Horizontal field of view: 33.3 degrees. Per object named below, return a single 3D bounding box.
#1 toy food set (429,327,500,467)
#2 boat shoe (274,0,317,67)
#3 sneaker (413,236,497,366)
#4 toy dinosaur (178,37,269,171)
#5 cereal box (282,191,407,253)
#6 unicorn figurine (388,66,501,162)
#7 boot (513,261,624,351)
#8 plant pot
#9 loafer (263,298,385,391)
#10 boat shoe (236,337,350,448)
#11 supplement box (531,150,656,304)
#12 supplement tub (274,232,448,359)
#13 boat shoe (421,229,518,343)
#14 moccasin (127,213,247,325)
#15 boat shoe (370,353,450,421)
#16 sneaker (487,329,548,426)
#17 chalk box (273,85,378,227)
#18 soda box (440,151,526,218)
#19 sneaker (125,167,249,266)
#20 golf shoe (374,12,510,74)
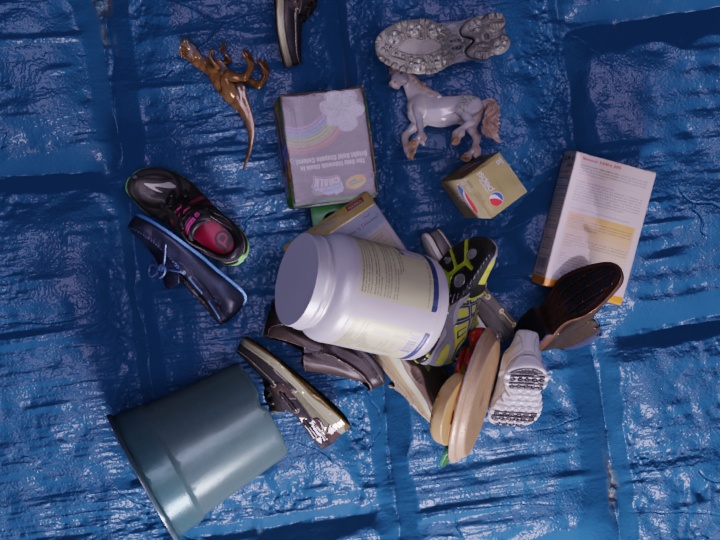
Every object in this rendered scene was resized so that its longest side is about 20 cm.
[{"bbox_3d":[0.147,0.175,1.681,0.048,0.199,0.201,15,59,15],"label":"toy food set"},{"bbox_3d":[-0.090,-0.391,1.707,0.065,0.072,0.203,-4,89,-1],"label":"boat shoe"},{"bbox_3d":[0.137,0.043,1.695,0.076,0.075,0.201,19,106,-41],"label":"sneaker"},{"bbox_3d":[-0.178,-0.257,1.721,0.106,0.060,0.201,-36,90,21],"label":"toy dinosaur"},{"bbox_3d":[0.000,0.000,1.692,0.143,0.040,0.200,-32,129,3],"label":"cereal box"},{"bbox_3d":[0.105,-0.227,1.719,0.198,0.074,0.138,12,61,0],"label":"unicorn figurine"},{"bbox_3d":[0.318,0.054,1.725,0.096,0.200,0.075,11,51,-42],"label":"boot"},{"bbox_3d":[-0.218,0.240,1.672,0.195,0.200,0.201,-29,95,-12],"label":"plant pot"},{"bbox_3d":[-0.056,0.120,1.733,0.199,0.073,0.072,33,77,3],"label":"loafer"},{"bbox_3d":[-0.105,0.179,1.726,0.201,0.072,0.066,41,87,-10],"label":"boat shoe"},{"bbox_3d":[0.340,-0.063,1.766,0.125,0.074,0.202,15,93,-7],"label":"supplement box"},{"bbox_3d":[0.001,0.032,1.596,0.199,0.145,0.146,14,91,-28],"label":"supplement tub"},{"bbox_3d":[0.159,0.020,1.754,0.060,0.072,0.202,-34,102,-4],"label":"boat shoe"},{"bbox_3d":[-0.252,0.001,1.702,0.200,0.080,0.068,39,82,-6],"label":"moccasin"},{"bbox_3d":[0.075,0.157,1.757,0.201,0.076,0.072,57,43,-19],"label":"boat shoe"},{"bbox_3d":[0.227,0.159,1.726,0.074,0.201,0.082,5,55,-4],"label":"sneaker"},{"bbox_3d":[-0.047,-0.149,1.698,0.123,0.124,0.202,-7,94,-7],"label":"chalk box"},{"bbox_3d":[0.168,-0.117,1.682,0.064,0.200,0.068,-36,95,-3],"label":"soda box"},{"bbox_3d":[-0.239,-0.081,1.699,0.199,0.084,0.077,33,88,-6],"label":"sneaker"},{"bbox_3d":[0.109,-0.320,1.717,0.198,0.097,0.079,-7,98,-14],"label":"golf shoe"}]
